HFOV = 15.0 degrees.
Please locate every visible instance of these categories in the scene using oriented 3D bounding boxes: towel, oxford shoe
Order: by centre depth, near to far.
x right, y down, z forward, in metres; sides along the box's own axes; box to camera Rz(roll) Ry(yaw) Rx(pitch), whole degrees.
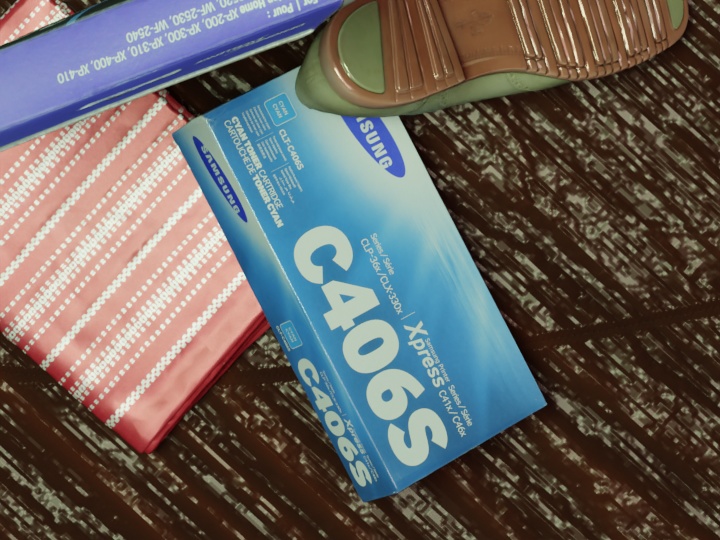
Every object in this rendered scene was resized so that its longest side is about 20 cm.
[{"bbox_3d":[0.060,-0.114,1.296,0.200,0.074,0.071,-9,83,-25],"label":"oxford shoe"},{"bbox_3d":[-0.130,-0.024,1.345,0.200,0.022,0.145,42,94,0],"label":"towel"}]

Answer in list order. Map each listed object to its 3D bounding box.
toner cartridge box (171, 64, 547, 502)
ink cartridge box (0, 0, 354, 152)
[{"bbox_3d":[0.000,0.000,1.309,0.095,0.043,0.200,-29,92,-28],"label":"toner cartridge box"},{"bbox_3d":[-0.082,-0.107,1.203,0.198,0.200,0.043,-19,100,21],"label":"ink cartridge box"}]
